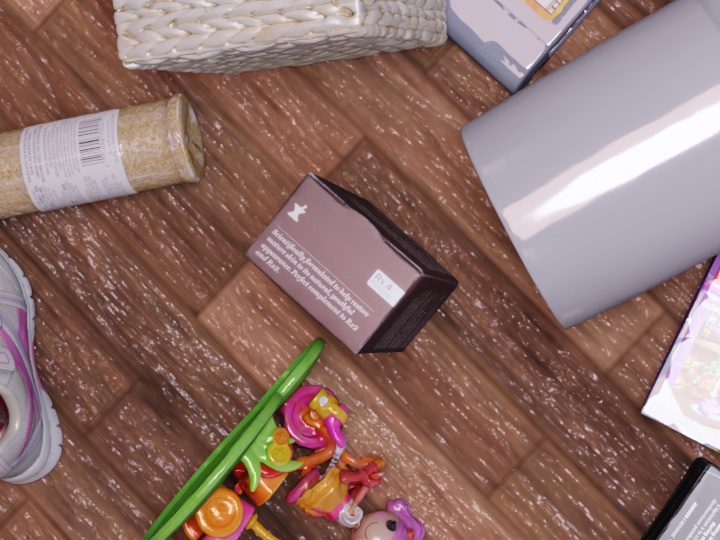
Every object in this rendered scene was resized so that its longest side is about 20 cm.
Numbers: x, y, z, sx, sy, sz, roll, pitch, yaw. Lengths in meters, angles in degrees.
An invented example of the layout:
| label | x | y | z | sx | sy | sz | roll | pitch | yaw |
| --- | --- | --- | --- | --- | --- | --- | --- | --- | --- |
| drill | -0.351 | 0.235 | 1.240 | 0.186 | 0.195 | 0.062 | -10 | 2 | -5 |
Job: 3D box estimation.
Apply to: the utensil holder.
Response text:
| label | x | y | z | sx | sy | sz | roll | pitch | yaw |
| --- | --- | --- | --- | --- | --- | --- | --- | --- | --- |
| utensil holder | 0.189 | -0.074 | 1.099 | 0.198 | 0.170 | 0.171 | -29 | 82 | 9 |

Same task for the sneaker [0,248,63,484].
| label | x | y | z | sx | sy | sz | roll | pitch | yaw |
| --- | --- | --- | --- | --- | --- | --- | --- | --- | --- |
| sneaker | -0.279 | 0.064 | 1.195 | 0.080 | 0.088 | 0.202 | -20 | 90 | 8 |

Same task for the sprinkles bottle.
| label | x | y | z | sx | sy | sz | roll | pitch | yaw |
| --- | --- | --- | --- | --- | --- | --- | --- | --- | --- |
| sprinkles bottle | -0.219 | -0.080 | 1.216 | 0.197 | 0.068 | 0.069 | -10 | 84 | 9 |

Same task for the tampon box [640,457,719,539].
| label | x | y | z | sx | sy | sz | roll | pitch | yaw |
| --- | --- | --- | --- | --- | --- | --- | --- | --- | --- |
| tampon box | 0.268 | 0.243 | 1.079 | 0.199 | 0.126 | 0.151 | 36 | 93 | 10 |

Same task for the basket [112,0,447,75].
| label | x | y | z | sx | sy | sz | roll | pitch | yaw |
| --- | --- | --- | --- | --- | --- | --- | --- | --- | --- |
| basket | -0.052 | -0.227 | 1.118 | 0.197 | 0.198 | 0.163 | -5 | 93 | 21 |

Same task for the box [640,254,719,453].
| label | x | y | z | sx | sy | sz | roll | pitch | yaw |
| --- | --- | --- | --- | --- | --- | --- | --- | --- | --- |
| box | 0.312 | 0.083 | 1.128 | 0.198 | 0.039 | 0.138 | 27 | 91 | 11 |

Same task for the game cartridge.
| label | x | y | z | sx | sy | sz | roll | pitch | yaw |
| --- | --- | --- | --- | --- | --- | --- | --- | --- | --- |
| game cartridge | 0.130 | -0.246 | 1.187 | 0.133 | 0.042 | 0.200 | 41 | 93 | 6 |

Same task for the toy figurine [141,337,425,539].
| label | x | y | z | sx | sy | sz | roll | pitch | yaw |
| --- | --- | --- | --- | --- | --- | --- | --- | --- | --- |
| toy figurine | -0.026 | 0.182 | 1.154 | 0.184 | 0.150 | 0.200 | 42 | 68 | -3 |

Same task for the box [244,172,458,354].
| label | x | y | z | sx | sy | sz | roll | pitch | yaw |
| --- | --- | --- | --- | --- | --- | --- | --- | --- | --- |
| box | 0.000 | 0.000 | 1.105 | 0.100 | 0.200 | 0.075 | 41 | 93 | 10 |
